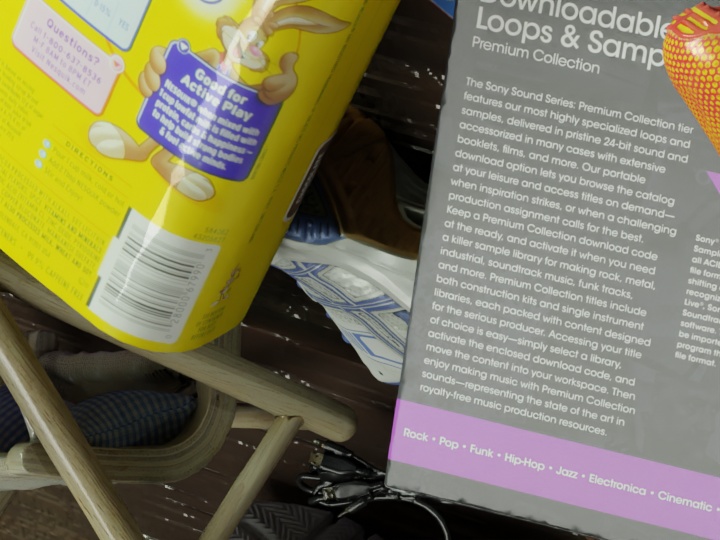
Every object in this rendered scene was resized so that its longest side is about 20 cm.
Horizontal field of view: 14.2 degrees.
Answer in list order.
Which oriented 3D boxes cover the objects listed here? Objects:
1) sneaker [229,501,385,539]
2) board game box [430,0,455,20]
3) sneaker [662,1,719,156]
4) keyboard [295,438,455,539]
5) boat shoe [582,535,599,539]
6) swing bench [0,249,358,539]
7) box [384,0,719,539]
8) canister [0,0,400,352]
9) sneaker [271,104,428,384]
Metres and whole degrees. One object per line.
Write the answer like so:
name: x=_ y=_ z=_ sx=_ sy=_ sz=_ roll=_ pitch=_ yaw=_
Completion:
sneaker: x=0.009 y=0.184 z=1.211 sx=0.199 sy=0.078 sz=0.112 roll=33 pitch=138 yaw=13
board game box: x=0.006 y=-0.159 z=0.960 sx=0.200 sy=0.019 sz=0.103 roll=40 pitch=139 yaw=4
sneaker: x=0.147 y=0.006 z=0.854 sx=0.200 sy=0.077 sz=0.073 roll=50 pitch=-177 yaw=-18
keyboard: x=0.036 y=0.130 z=1.131 sx=0.199 sy=0.021 sz=0.128 roll=2 pitch=98 yaw=11
boat shoe: x=0.154 y=0.070 z=0.988 sx=0.201 sy=0.075 sz=0.075 roll=12 pitch=108 yaw=24
swing bench: x=-0.147 y=0.046 z=1.119 sx=0.200 sy=0.130 sz=0.198 roll=44 pitch=154 yaw=-26
box: x=0.092 y=-0.010 z=0.928 sx=0.142 sy=0.036 sz=0.201 roll=13 pitch=109 yaw=15
canister: x=-0.063 y=-0.090 z=0.953 sx=0.148 sy=0.086 sz=0.201 roll=39 pitch=126 yaw=16
sneaker: x=0.000 y=0.000 z=1.060 sx=0.199 sy=0.075 sz=0.088 roll=29 pitch=139 yaw=18
